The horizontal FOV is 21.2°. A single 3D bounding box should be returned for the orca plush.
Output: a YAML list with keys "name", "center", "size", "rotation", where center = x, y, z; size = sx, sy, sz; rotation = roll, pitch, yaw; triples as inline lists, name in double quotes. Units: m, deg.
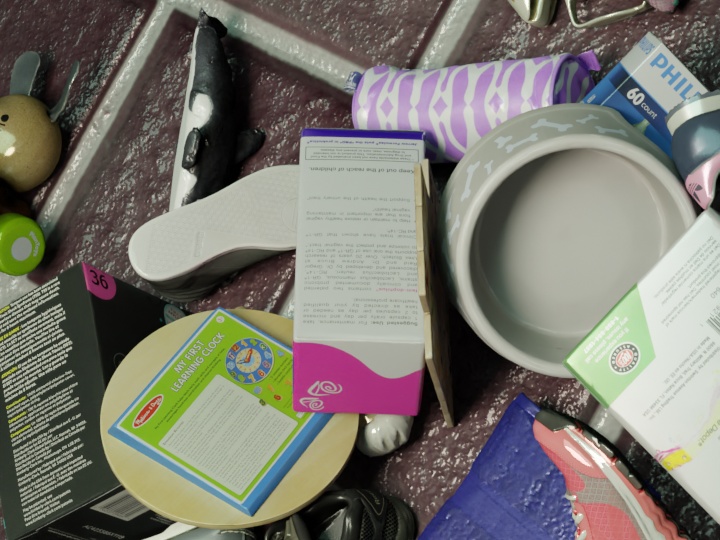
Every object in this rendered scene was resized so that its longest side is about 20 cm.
- name: "orca plush"
  center: [-0.121, -0.123, 1.681]
  size: [0.105, 0.070, 0.202]
  rotation: [123, 153, -63]

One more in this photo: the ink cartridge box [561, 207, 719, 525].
- name: "ink cartridge box"
  center: [0.258, 0.080, 1.287]
  size: [0.200, 0.084, 0.145]
  rotation: [45, 100, 13]

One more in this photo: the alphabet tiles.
- name: "alphabet tiles"
  center: [0.055, 0.007, 1.424]
  size: [0.007, 0.200, 0.169]
  rotation: [-4, 68, 6]

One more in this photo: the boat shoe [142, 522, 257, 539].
- name: "boat shoe"
  center: [-0.169, 0.257, 1.547]
  size: [0.199, 0.073, 0.062]
  rotation: [-28, 55, 16]

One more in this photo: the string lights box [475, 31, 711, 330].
- name: "string lights box"
  center: [0.181, -0.066, 1.417]
  size: [0.200, 0.103, 0.059]
  rotation: [-46, 11, 11]

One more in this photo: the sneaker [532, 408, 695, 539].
- name: "sneaker"
  center: [0.172, 0.185, 1.301]
  size: [0.087, 0.074, 0.201]
  rotation: [-40, 86, 4]

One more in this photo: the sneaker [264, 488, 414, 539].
- name: "sneaker"
  center: [-0.046, 0.250, 1.444]
  size: [0.076, 0.114, 0.201]
  rotation: [33, 94, 39]

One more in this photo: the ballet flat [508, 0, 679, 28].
- name: "ballet flat"
  center: [0.165, -0.228, 1.523]
  size: [0.198, 0.069, 0.072]
  rotation: [8, 96, 34]

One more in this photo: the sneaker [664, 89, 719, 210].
- name: "sneaker"
  center: [0.316, -0.087, 1.336]
  size: [0.198, 0.070, 0.083]
  rotation: [-10, 66, 4]

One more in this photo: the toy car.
- name: "toy car"
  center: [-0.337, -0.120, 1.762]
  size: [0.164, 0.158, 0.201]
  rotation: [19, 72, 47]

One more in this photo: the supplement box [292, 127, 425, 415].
- name: "supplement box"
  center: [0.000, 0.000, 1.467]
  size: [0.102, 0.102, 0.202]
  rotation: [1, 53, -2]

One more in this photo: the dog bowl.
- name: "dog bowl"
  center: [0.153, -0.015, 1.368]
  size: [0.200, 0.200, 0.059]
  rotation: [-45, 12, 10]

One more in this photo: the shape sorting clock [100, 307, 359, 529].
- name: "shape sorting clock"
  center: [-0.099, 0.112, 1.465]
  size: [0.197, 0.039, 0.202]
  rotation: [2, 53, -3]

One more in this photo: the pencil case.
- name: "pencil case"
  center: [0.089, -0.129, 1.523]
  size: [0.198, 0.084, 0.086]
  rotation: [3, 50, 32]

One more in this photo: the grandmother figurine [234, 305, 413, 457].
- name: "grandmother figurine"
  center: [-0.038, 0.099, 1.531]
  size: [0.199, 0.060, 0.123]
  rotation: [20, 92, 39]

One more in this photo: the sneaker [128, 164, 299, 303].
- name: "sneaker"
  center: [-0.098, -0.031, 1.612]
  size: [0.198, 0.099, 0.071]
  rotation: [-18, 79, -9]

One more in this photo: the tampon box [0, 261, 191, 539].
- name: "tampon box"
  center: [-0.212, 0.124, 1.575]
  size: [0.125, 0.150, 0.202]
  rotation: [-27, 60, 23]

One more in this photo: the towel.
- name: "towel"
  center: [0.116, 0.208, 1.397]
  size: [0.147, 0.049, 0.201]
  rotation: [37, 92, 40]
